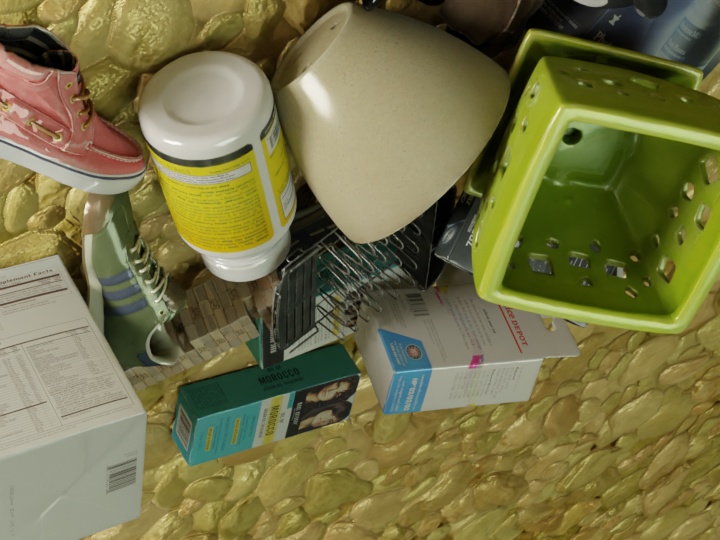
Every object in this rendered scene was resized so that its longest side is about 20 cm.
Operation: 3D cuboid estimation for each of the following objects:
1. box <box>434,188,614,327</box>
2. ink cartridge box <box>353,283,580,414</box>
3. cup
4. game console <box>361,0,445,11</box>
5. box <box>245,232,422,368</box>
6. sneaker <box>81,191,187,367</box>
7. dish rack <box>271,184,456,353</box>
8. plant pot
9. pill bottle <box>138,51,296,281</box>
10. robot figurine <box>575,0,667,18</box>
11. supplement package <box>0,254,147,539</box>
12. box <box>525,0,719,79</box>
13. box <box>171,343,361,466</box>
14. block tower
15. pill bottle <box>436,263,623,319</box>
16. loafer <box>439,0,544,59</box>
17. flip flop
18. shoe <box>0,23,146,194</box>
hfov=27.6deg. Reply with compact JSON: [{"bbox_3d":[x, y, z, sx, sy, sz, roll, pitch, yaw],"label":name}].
[{"bbox_3d":[0.184,-0.068,1.389,0.160,0.044,0.200,25,90,-17],"label":"box"},{"bbox_3d":[0.106,0.075,1.481,0.200,0.115,0.068,-4,134,-18],"label":"ink cartridge box"},{"bbox_3d":[0.008,-0.145,1.257,0.200,0.200,0.143,-44,112,11],"label":"cup"},{"bbox_3d":[0.091,-0.293,1.197,0.176,0.116,0.200,15,122,-47],"label":"game console"},{"bbox_3d":[-0.023,0.025,1.508,0.200,0.049,0.082,-21,142,-21],"label":"box"},{"bbox_3d":[-0.195,0.008,1.304,0.090,0.067,0.200,12,129,5],"label":"sneaker"},{"bbox_3d":[0.000,0.000,1.383,0.200,0.055,0.154,-37,153,-26],"label":"dish rack"},{"bbox_3d":[0.203,-0.086,1.255,0.200,0.182,0.199,10,124,-16],"label":"plant pot"},{"bbox_3d":[-0.117,-0.083,1.267,0.112,0.112,0.200,-27,143,-13],"label":"pill bottle"},{"bbox_3d":[0.201,-0.289,1.176,0.125,0.150,0.200,-58,158,-6],"label":"robot figurine"},{"bbox_3d":[-0.295,0.120,1.273,0.150,0.200,0.152,-16,140,-26],"label":"supplement package"},{"bbox_3d":[0.266,-0.263,1.374,0.198,0.123,0.200,-48,143,14],"label":"box"},{"bbox_3d":[-0.102,0.146,1.594,0.200,0.049,0.082,-14,139,-28],"label":"box"},{"bbox_3d":[-0.164,0.056,1.401,0.200,0.058,0.054,-23,154,0],"label":"block tower"},{"bbox_3d":[0.184,0.001,1.613,0.200,0.111,0.111,-4,134,-37],"label":"pill bottle"},{"bbox_3d":[0.110,-0.228,1.270,0.071,0.073,0.200,-39,165,-13],"label":"loafer"},{"bbox_3d":[-0.044,-0.055,1.415,0.200,0.058,0.081,-27,153,14],"label":"flip flop"},{"bbox_3d":[-0.233,-0.127,1.154,0.200,0.072,0.091,17,125,-43],"label":"shoe"}]
